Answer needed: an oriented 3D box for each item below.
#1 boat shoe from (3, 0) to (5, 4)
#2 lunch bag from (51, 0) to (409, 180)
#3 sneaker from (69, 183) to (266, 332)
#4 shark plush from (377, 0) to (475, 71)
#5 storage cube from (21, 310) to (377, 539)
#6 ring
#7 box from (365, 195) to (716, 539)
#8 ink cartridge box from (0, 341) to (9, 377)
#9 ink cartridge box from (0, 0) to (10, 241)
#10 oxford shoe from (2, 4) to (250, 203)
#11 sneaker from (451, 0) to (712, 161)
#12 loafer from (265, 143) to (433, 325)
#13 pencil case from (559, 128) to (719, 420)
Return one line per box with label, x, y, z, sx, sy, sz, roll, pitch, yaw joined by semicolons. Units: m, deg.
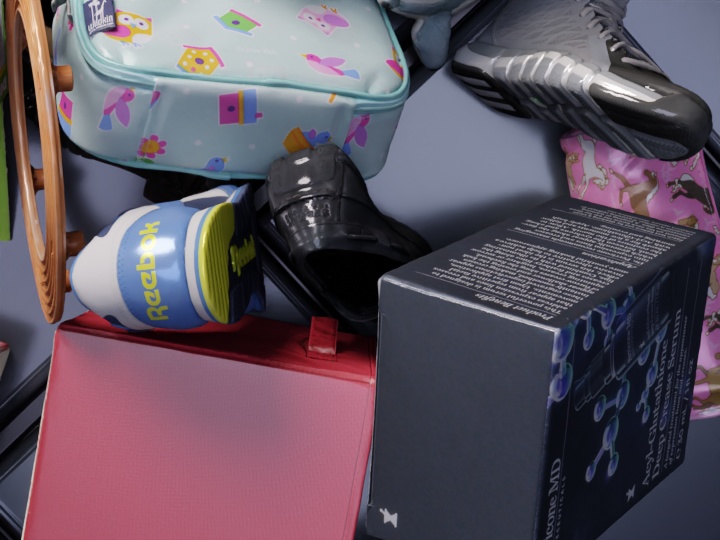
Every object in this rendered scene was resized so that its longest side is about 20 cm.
boat shoe;-0.273;-0.193;0.887;0.198;0.070;0.067;-1;96;6
lunch bag;-0.079;-0.130;0.842;0.198;0.161;0.077;5;135;-19
sneaker;-0.096;-0.006;0.787;0.082;0.200;0.075;-9;90;5
shark plush;0.038;-0.195;0.838;0.083;0.200;0.091;-24;69;14
storage cube;-0.090;0.117;0.867;0.178;0.171;0.202;9;95;-2
ring;-0.169;-0.072;0.787;0.019;0.200;0.202;-7;95;-18
box;0.102;0.059;0.816;0.107;0.200;0.150;17;114;32
ink cartridge box;-0.334;0.084;0.897;0.199;0.085;0.147;19;94;-6
ink cartridge box;-0.281;-0.090;0.849;0.147;0.076;0.201;2;121;-4
oxford shoe;-0.147;-0.110;0.904;0.199;0.073;0.085;32;63;3
sneaker;0.142;-0.139;0.852;0.075;0.200;0.116;38;83;-39
loafer;0.000;0.000;0.853;0.068;0.201;0.071;-16;63;15
pencil case;0.188;-0.006;0.912;0.082;0.086;0.202;-19;97;-32
